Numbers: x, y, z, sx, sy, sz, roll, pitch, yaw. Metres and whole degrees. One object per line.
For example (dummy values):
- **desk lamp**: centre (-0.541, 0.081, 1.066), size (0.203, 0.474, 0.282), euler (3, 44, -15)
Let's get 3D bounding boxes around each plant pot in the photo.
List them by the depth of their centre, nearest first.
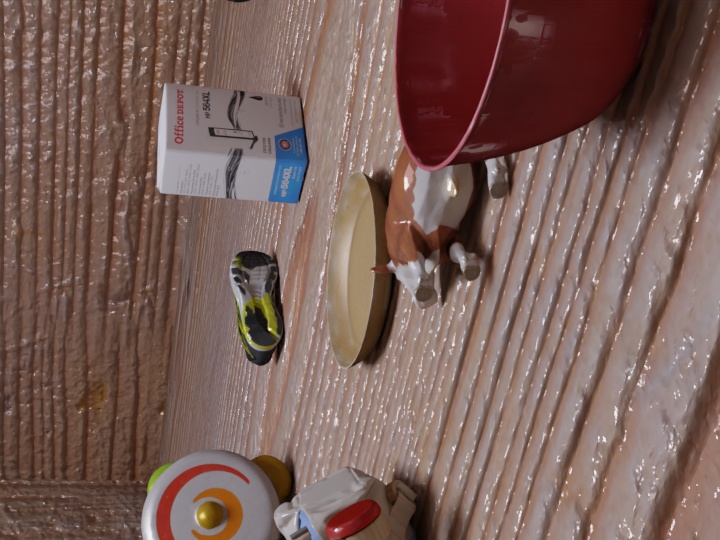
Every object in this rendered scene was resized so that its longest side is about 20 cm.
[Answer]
- **plant pot**: centre (0.000, 0.000, 1.107), size (0.200, 0.027, 0.203), euler (-175, 90, -76)

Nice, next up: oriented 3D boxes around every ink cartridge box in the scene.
- **ink cartridge box**: centre (-0.183, -0.179, 1.520), size (0.085, 0.197, 0.147), euler (110, 158, -46)

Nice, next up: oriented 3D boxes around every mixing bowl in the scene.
- **mixing bowl**: centre (0.096, -0.151, 0.610), size (0.200, 0.107, 0.203), euler (-175, 90, -75)

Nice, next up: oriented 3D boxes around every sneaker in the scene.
- **sneaker**: centre (-0.164, 0.056, 1.635), size (0.085, 0.073, 0.201), euler (108, 160, -44)

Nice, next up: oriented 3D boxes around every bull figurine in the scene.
- **bull figurine**: centre (0.058, -0.048, 0.824), size (0.122, 0.064, 0.202), euler (-120, 34, -58)

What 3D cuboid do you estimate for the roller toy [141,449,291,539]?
- **roller toy**: centre (-0.191, 0.337, 1.423), size (0.140, 0.197, 0.185), euler (95, 176, -64)

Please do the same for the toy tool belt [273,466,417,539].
- **toy tool belt**: centre (0.006, 0.240, 0.898), size (0.124, 0.124, 0.200), euler (63, 169, -3)

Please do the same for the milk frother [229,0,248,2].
- **milk frother**: centre (-0.251, -0.615, 1.936), size (0.189, 0.178, 0.202), euler (-107, 22, -53)
